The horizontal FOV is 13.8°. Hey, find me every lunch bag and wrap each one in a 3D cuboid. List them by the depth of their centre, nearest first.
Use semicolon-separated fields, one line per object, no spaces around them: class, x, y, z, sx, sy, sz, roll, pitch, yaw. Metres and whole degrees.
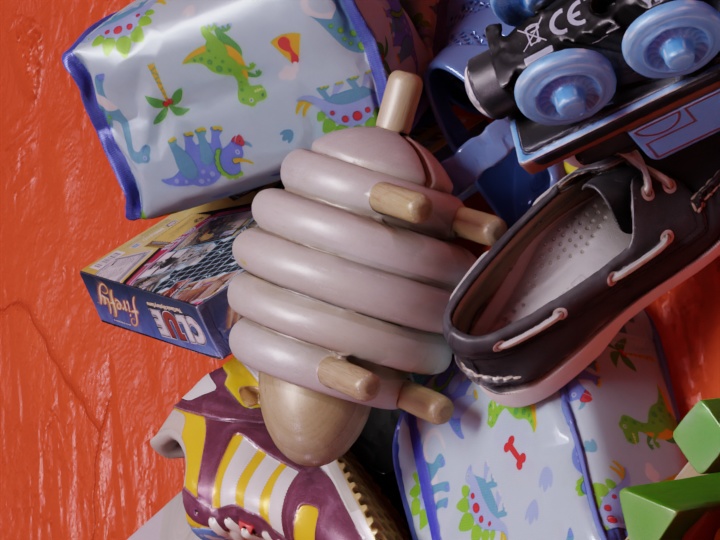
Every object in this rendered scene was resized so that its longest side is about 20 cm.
lunch bag;0.090;0.120;1.464;0.161;0.082;0.201;-48;43;43
lunch bag;-0.044;-0.118;1.610;0.169;0.200;0.128;-16;106;17

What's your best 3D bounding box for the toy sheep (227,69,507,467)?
toy sheep;0.000;0.000;1.475;0.138;0.137;0.201;19;89;57

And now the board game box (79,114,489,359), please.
board game box;-0.037;-0.026;1.611;0.135;0.200;0.035;14;132;57

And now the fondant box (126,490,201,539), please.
fondant box;-0.079;0.191;1.681;0.200;0.058;0.145;-44;35;52

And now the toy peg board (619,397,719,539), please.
toy peg board;0.170;0.158;1.224;0.199;0.098;0.200;55;129;28

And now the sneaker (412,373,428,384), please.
sneaker;-0.005;0.033;1.633;0.078;0.079;0.200;-64;28;0

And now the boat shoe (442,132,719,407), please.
boat shoe;0.118;-0.023;1.406;0.200;0.060;0.074;-42;51;0

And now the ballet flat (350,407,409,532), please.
ballet flat;0.033;0.156;1.579;0.057;0.066;0.201;70;-176;-56

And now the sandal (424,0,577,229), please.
sandal;0.071;-0.100;1.552;0.079;0.087;0.201;-45;44;43

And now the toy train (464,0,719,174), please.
toy train;0.147;-0.108;1.328;0.199;0.114;0.087;-26;51;18

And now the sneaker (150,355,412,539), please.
sneaker;-0.039;0.127;1.553;0.090;0.075;0.200;-40;43;3
